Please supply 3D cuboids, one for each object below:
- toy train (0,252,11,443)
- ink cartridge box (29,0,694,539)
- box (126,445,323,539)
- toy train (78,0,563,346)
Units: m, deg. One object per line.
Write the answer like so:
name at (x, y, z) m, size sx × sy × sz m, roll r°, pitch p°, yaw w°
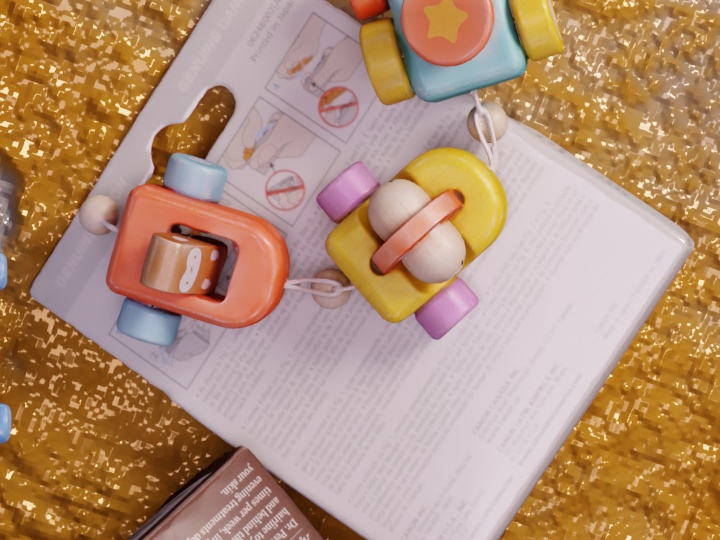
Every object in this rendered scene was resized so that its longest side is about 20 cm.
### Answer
toy train at (-0.162, 0.061, 0.774) m, size 0.086 × 0.114 × 0.201 m, roll 1°, pitch 72°, yaw -5°
ink cartridge box at (0.000, 0.000, 0.851) m, size 0.200 × 0.047 × 0.160 m, roll 34°, pitch 98°, yaw 6°
box at (-0.024, 0.176, 0.825) m, size 0.200 × 0.075 × 0.100 m, roll 50°, pitch 51°, yaw 0°
toy train at (-0.013, -0.052, 0.797) m, size 0.150 × 0.056 × 0.201 m, roll 23°, pitch 97°, yaw 6°
